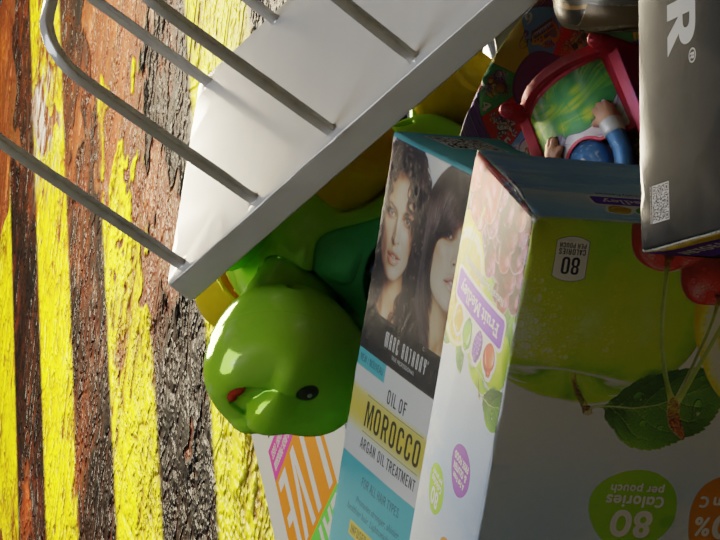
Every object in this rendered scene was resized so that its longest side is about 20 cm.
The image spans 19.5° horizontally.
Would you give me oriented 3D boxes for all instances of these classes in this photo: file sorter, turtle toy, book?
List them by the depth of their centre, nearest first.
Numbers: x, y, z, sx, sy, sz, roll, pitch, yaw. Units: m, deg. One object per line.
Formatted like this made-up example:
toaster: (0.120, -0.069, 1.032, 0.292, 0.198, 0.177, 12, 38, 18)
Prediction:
file sorter: (-0.043, -0.119, 0.822, 0.200, 0.124, 0.139, -39, 30, 30)
turtle toy: (0.000, 0.000, 0.901, 0.101, 0.199, 0.146, 51, 137, 8)
book: (-0.012, 0.098, 1.049, 0.134, 0.048, 0.201, 108, 151, -50)

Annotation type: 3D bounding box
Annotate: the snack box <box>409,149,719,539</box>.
snack box: (0.105, 0.073, 0.659, 0.068, 0.167, 0.202, -122, 38, -65)

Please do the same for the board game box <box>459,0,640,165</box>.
board game box: (0.094, -0.034, 0.774, 0.199, 0.039, 0.159, 20, 96, 45)

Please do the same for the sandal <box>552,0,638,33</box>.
sandal: (0.095, -0.145, 0.804, 0.200, 0.081, 0.055, -83, -15, -63)

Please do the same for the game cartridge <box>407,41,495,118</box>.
game cartridge: (0.065, -0.027, 1.007, 0.133, 0.040, 0.202, 113, 153, -54)

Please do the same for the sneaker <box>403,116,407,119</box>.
sneaker: (0.014, -0.129, 1.141, 0.081, 0.074, 0.202, -94, 16, -64)

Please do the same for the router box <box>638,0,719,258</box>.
router box: (0.153, -0.102, 0.556, 0.052, 0.156, 0.202, 162, 110, -70)

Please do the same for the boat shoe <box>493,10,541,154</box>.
boat shoe: (0.102, -0.033, 0.849, 0.062, 0.072, 0.202, -17, 78, 24)

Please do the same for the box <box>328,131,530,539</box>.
box: (0.034, 0.056, 0.776, 0.082, 0.049, 0.202, 32, 116, 61)
